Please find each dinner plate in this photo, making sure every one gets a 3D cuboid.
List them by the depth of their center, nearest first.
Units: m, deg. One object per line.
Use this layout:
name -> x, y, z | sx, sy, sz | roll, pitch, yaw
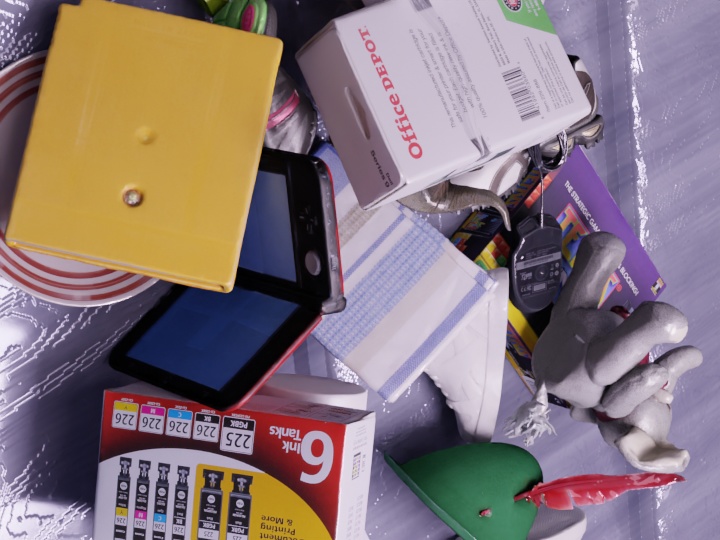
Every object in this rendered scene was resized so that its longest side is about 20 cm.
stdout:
dinner plate -> -0.218, -0.071, 1.521 | 0.199, 0.024, 0.202 | 4, 80, -24

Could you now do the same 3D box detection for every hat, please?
hat -> 0.144, 0.166, 1.757 | 0.176, 0.166, 0.200 | -47, 140, -1

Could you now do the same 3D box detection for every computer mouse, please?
computer mouse -> 0.152, -0.057, 1.741 | 0.058, 0.034, 0.201 | -11, 114, -30

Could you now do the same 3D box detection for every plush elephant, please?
plush elephant -> 0.240, 0.099, 1.776 | 0.154, 0.165, 0.201 | 29, 100, -34

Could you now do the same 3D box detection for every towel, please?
towel -> 0.000, 0.000, 1.658 | 0.200, 0.024, 0.147 | 41, 69, 7

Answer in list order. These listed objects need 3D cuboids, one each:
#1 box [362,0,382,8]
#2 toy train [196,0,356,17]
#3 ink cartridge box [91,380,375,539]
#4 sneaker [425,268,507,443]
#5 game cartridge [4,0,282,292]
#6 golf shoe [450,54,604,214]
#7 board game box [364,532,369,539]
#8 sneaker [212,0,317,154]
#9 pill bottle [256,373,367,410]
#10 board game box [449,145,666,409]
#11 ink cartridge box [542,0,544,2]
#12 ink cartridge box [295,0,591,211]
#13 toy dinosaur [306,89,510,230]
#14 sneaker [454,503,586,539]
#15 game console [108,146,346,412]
box -> 0.021, -0.333, 1.577 | 0.124, 0.097, 0.201 | -35, 98, -44
toy train -> -0.089, -0.245, 1.586 | 0.116, 0.085, 0.200 | -40, 129, -6
ink cartridge box -> -0.100, 0.186, 1.526 | 0.084, 0.199, 0.177 | -11, 106, -74
sneaker -> 0.071, 0.076, 1.767 | 0.115, 0.074, 0.201 | 1, 130, 1
game cartridge -> -0.162, -0.097, 1.494 | 0.175, 0.032, 0.201 | 12, 75, -3
golf shoe -> 0.127, -0.125, 1.751 | 0.200, 0.078, 0.095 | -33, 132, -25
board game box -> -0.098, 0.232, 1.687 | 0.199, 0.041, 0.201 | -39, 119, -25
sneaker -> -0.080, -0.135, 1.603 | 0.083, 0.077, 0.201 | -23, 128, -29
pill bottle -> -0.052, 0.191, 1.615 | 0.113, 0.114, 0.201 | 4, 96, -37
board game box -> 0.183, 0.002, 1.845 | 0.165, 0.057, 0.200 | -49, 124, -18
ink cartridge box -> 0.086, -0.231, 1.747 | 0.200, 0.050, 0.163 | 20, 86, -55
ink cartridge box -> 0.066, -0.153, 1.607 | 0.199, 0.084, 0.147 | -22, 86, -30
toy dinosaur -> 0.042, -0.095, 1.671 | 0.102, 0.077, 0.200 | -42, 96, -27
sneaker -> 0.132, 0.302, 1.862 | 0.199, 0.074, 0.116 | -21, 114, -23
game console -> -0.114, -0.004, 1.529 | 0.118, 0.200, 0.173 | -16, 108, -34
